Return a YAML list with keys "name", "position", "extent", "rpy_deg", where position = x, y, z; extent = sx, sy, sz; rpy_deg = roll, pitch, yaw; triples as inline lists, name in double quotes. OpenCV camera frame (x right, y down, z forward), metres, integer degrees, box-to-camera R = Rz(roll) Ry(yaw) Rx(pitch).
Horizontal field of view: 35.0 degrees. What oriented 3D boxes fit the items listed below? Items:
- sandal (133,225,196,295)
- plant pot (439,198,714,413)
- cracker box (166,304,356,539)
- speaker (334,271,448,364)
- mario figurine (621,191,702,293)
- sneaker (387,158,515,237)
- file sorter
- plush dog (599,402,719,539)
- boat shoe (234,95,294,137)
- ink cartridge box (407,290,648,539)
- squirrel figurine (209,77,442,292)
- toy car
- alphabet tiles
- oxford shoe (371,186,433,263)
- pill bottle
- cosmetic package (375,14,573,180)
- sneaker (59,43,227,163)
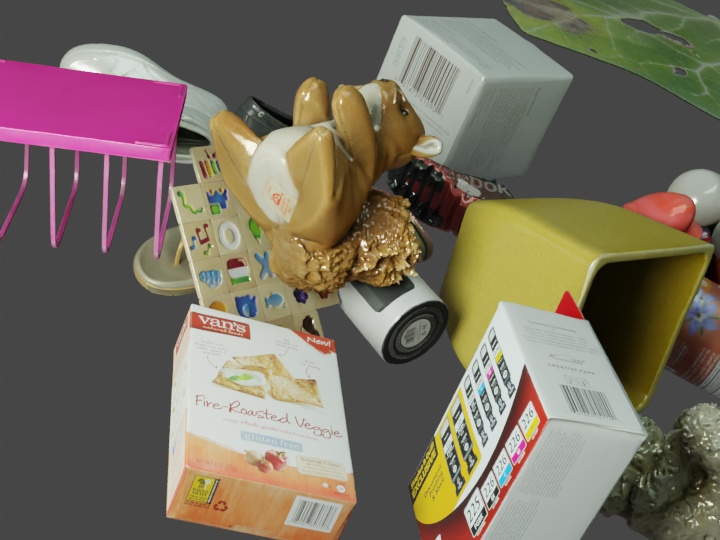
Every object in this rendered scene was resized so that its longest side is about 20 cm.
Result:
- name: "sandal"
  position: [-0.126, -0.039, 1.094]
  extent: [0.199, 0.054, 0.080]
  rpy_deg: [-21, 50, -22]
- name: "plant pot"
  position: [0.193, 0.020, 1.150]
  extent: [0.193, 0.197, 0.200]
  rpy_deg: [-5, 32, -41]
- name: "cracker box"
  position: [-0.082, 0.119, 0.912]
  extent: [0.133, 0.058, 0.201]
  rpy_deg: [15, 30, -17]
- name: "speaker"
  position: [0.000, 0.000, 1.145]
  extent: [0.081, 0.082, 0.200]
  rpy_deg: [-3, 40, -40]
- name: "mario figurine"
  position: [0.312, 0.007, 1.236]
  extent: [0.123, 0.201, 0.106]
  rpy_deg: [40, 34, 26]
- name: "sneaker"
  position: [0.123, -0.083, 1.377]
  extent: [0.200, 0.071, 0.098]
  rpy_deg: [33, 31, 11]
- name: "file sorter"
  position: [-0.266, -0.097, 1.029]
  extent: [0.198, 0.126, 0.139]
  rpy_deg: [7, 32, -6]
- name: "plush dog"
  position: [0.250, 0.182, 1.009]
  extent: [0.170, 0.162, 0.200]
  rpy_deg: [17, -2, 16]
- name: "boat shoe"
  position: [-0.064, -0.153, 1.350]
  extent: [0.199, 0.057, 0.069]
  rpy_deg: [13, 31, -36]
- name: "ink cartridge box"
  position: [0.114, 0.134, 0.885]
  extent: [0.083, 0.201, 0.176]
  rpy_deg: [12, 31, -18]
- name: "squirrel figurine"
  position: [-0.011, -0.082, 1.058]
  extent: [0.141, 0.202, 0.186]
  rpy_deg: [5, 25, 41]
- name: "toy car"
  position: [0.422, -0.009, 1.421]
  extent: [0.149, 0.176, 0.200]
  rpy_deg: [-28, 48, -10]
- name: "alphabet tiles"
  position: [-0.093, -0.020, 1.050]
  extent: [0.166, 0.006, 0.202]
  rpy_deg: [-13, 87, -48]
- name: "oxford shoe"
  position: [-0.013, -0.058, 1.262]
  extent: [0.199, 0.071, 0.074]
  rpy_deg: [33, 55, 14]
- name: "pill bottle"
  position: [0.420, 0.089, 1.272]
  extent: [0.199, 0.113, 0.112]
  rpy_deg: [28, 29, 7]
- name: "cosmetic package"
  position: [0.142, -0.231, 1.533]
  extent: [0.199, 0.166, 0.165]
  rpy_deg: [-9, 44, -44]
- name: "sneaker"
  position: [-0.244, -0.185, 1.271]
  extent: [0.198, 0.074, 0.116]
  rpy_deg: [19, 27, -12]
